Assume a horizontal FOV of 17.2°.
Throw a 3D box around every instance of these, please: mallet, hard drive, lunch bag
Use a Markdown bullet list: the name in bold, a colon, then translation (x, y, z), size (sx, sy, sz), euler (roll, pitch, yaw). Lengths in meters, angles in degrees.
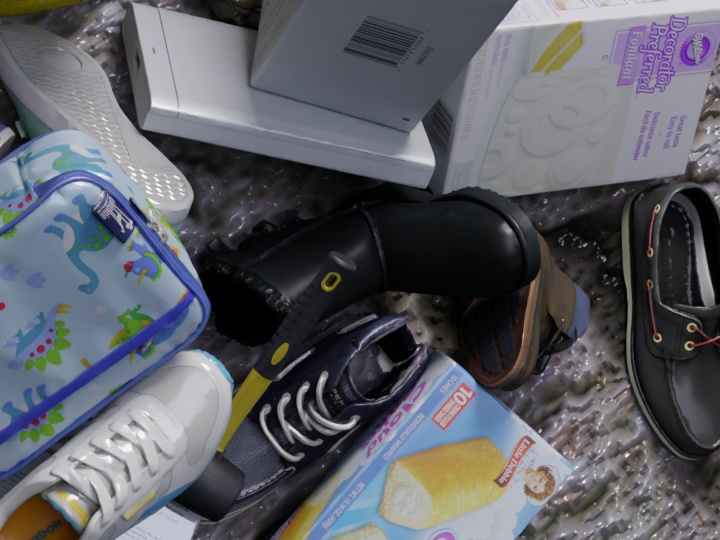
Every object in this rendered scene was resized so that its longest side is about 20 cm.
- **mallet**: translation (-0.074, 0.066, 1.505), size (0.066, 0.041, 0.201), euler (25, 109, -9)
- **hard drive**: translation (-0.056, -0.118, 1.594), size (0.199, 0.132, 0.027), euler (12, 123, -20)
- **lunch bag**: translation (-0.201, 0.024, 1.439), size (0.200, 0.083, 0.161), euler (-34, 126, 4)

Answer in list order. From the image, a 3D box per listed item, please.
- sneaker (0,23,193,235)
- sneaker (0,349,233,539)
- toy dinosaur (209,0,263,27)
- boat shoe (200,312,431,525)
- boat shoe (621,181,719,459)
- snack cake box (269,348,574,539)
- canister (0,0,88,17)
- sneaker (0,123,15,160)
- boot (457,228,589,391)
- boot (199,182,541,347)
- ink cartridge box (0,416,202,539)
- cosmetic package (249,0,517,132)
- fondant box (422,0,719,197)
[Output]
- **sneaker**: translation (-0.197, -0.065, 1.550), size (0.074, 0.118, 0.201), euler (-9, 50, -45)
- **sneaker**: translation (-0.155, 0.130, 1.463), size (0.200, 0.081, 0.077), euler (-44, 90, -1)
- **toy dinosaur**: translation (-0.117, -0.255, 1.613), size (0.088, 0.047, 0.200), euler (-44, 100, 6)
- **boat shoe**: translation (-0.041, 0.094, 1.581), size (0.200, 0.093, 0.075), euler (-42, 100, -20)
- **boat shoe**: translation (0.235, 0.036, 1.719), size (0.073, 0.063, 0.202), euler (-6, 87, -24)
- **snack cake box**: translation (0.033, 0.167, 1.586), size (0.115, 0.067, 0.200), euler (41, 89, -12)
- **canister**: translation (-0.197, -0.221, 1.501), size (0.148, 0.200, 0.087), euler (-12, 88, -23)
- **sneaker**: translation (-0.322, -0.040, 1.502), size (0.115, 0.081, 0.200), euler (36, 78, 1)
- **boot**: translation (0.122, 0.035, 1.622), size (0.097, 0.075, 0.200), euler (40, 26, -21)
- **boot**: translation (0.000, -0.001, 1.560), size (0.162, 0.198, 0.074), euler (-24, 113, -32)
- **ink cartridge box**: translation (-0.220, 0.183, 1.525), size (0.196, 0.043, 0.201), euler (30, 72, -14)
- **cosmetic package**: translation (0.023, -0.231, 1.532), size (0.122, 0.199, 0.201), euler (16, 63, -14)
- **fondant box**: translation (0.145, -0.130, 1.662), size (0.199, 0.058, 0.145), euler (-9, 130, -23)
